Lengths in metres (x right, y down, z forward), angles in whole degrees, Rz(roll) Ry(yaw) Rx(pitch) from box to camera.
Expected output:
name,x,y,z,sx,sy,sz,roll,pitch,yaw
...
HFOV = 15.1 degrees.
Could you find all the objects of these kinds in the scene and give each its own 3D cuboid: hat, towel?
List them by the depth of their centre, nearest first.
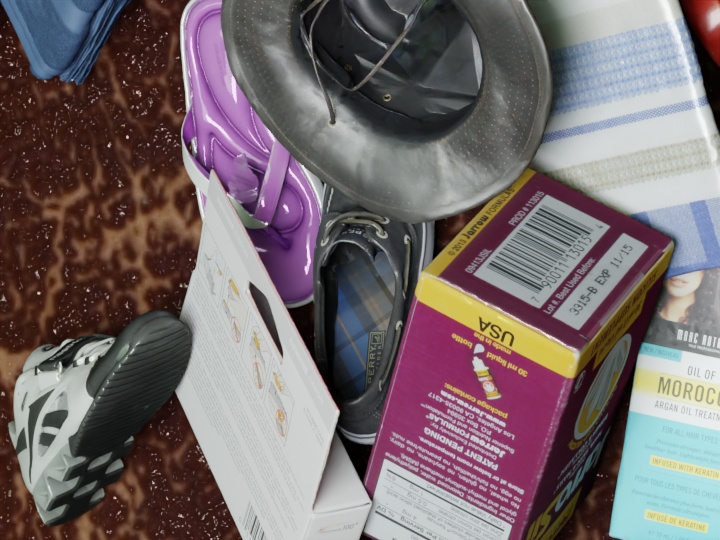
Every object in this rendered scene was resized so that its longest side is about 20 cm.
name,x,y,z,sx,sy,sz,roll,pitch,yaw
hat,0.026,-0.130,1.524,0.200,0.081,0.201,10,114,22
towel,0.134,-0.087,1.535,0.147,0.024,0.201,-13,100,37
towel,-0.171,-0.201,1.636,0.112,0.048,0.200,63,152,13

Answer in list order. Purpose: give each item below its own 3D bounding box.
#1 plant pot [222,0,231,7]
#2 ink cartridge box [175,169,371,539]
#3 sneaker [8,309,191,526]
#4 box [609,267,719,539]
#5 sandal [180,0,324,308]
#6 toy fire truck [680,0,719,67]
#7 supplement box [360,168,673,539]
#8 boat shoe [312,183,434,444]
name,x,y,z,sx,sy,sz,roll,pitch,yaw
plant pot,-0.021,-0.268,1.571,0.200,0.187,0.188,-27,86,8
ink cartridge box,-0.049,0.068,1.585,0.200,0.045,0.177,62,148,37
sneaker,-0.174,0.072,1.681,0.089,0.074,0.200,56,137,19
box,0.203,0.062,1.574,0.082,0.049,0.201,11,100,19
sandal,-0.076,-0.072,1.666,0.082,0.050,0.203,-17,90,22
toy fire truck,0.205,-0.193,1.482,0.112,0.168,0.201,-28,85,21
supplement box,0.085,0.066,1.538,0.103,0.131,0.200,27,132,15
boat shoe,0.000,0.000,1.598,0.070,0.066,0.201,-2,67,17
